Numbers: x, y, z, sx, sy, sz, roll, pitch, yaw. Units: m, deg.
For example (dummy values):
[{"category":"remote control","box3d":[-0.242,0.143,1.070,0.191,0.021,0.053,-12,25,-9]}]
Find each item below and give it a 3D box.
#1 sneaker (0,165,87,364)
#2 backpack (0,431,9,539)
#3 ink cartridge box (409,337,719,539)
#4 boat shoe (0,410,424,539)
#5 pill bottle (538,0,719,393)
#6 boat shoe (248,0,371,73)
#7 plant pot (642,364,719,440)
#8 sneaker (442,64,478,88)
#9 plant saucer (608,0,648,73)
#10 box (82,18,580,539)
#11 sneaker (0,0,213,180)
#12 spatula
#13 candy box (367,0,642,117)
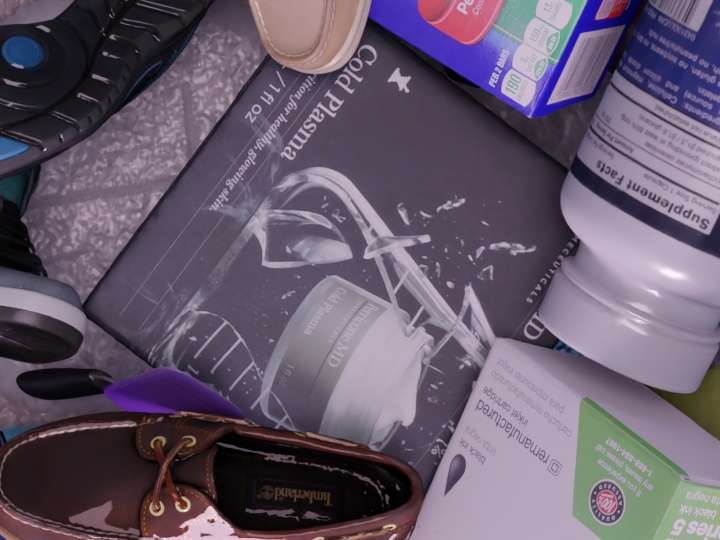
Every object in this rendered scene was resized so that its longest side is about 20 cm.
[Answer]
[{"category":"sneaker","box3d":[-0.186,-0.024,1.205,0.083,0.199,0.121,29,75,-41]},{"category":"backpack","box3d":[-0.192,0.162,1.193,0.199,0.168,0.164,-8,77,2]},{"category":"ink cartridge box","box3d":[0.090,0.155,1.120,0.084,0.145,0.201,14,105,-38]},{"category":"boat shoe","box3d":[-0.070,0.096,1.102,0.199,0.070,0.071,2,72,-11]},{"category":"pill bottle","box3d":[0.157,-0.051,1.096,0.111,0.111,0.201,25,104,1]},{"category":"boat shoe","box3d":[-0.040,-0.187,1.106,0.073,0.069,0.201,0,100,31]},{"category":"plant pot","box3d":[0.194,0.145,1.192,0.199,0.200,0.191,-14,76,0]},{"category":"sneaker","box3d":[0.046,-0.158,1.239,0.198,0.081,0.116,21,87,0]},{"category":"plant saucer","box3d":[0.155,-0.186,1.160,0.199,0.037,0.202,2,96,18]},{"category":"box","box3d":[0.000,0.000,1.217,0.196,0.124,0.200,36,89,0]},{"category":"sneaker","box3d":[-0.143,-0.089,1.198,0.073,0.082,0.200,43,52,11]},{"category":"spatula","box3d":[-0.120,0.060,1.191,0.056,0.200,0.021,34,75,-28]},{"category":"candy box","box3d":[0.049,-0.196,1.138,0.200,0.077,0.170,34,115,22]}]
